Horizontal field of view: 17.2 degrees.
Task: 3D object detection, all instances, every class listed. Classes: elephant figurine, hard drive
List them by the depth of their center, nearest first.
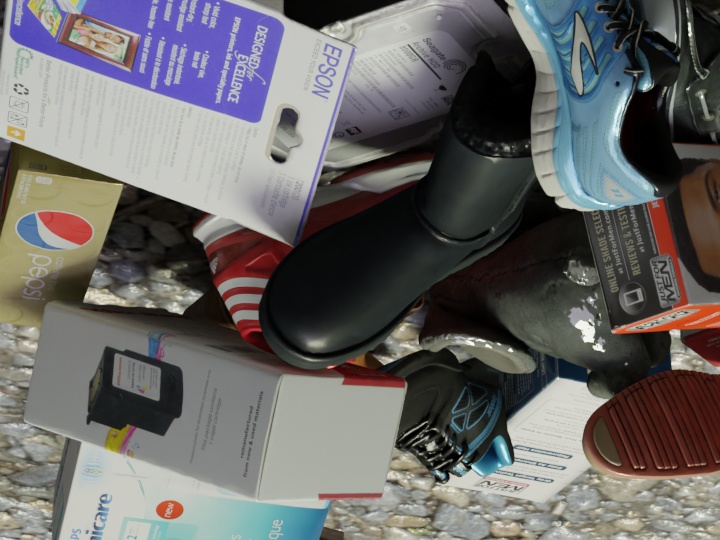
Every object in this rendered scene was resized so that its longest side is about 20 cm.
[{"bbox_3d":[0.011,-0.121,1.405,0.199,0.038,0.140,-16,147,25],"label":"hard drive"},{"bbox_3d":[0.097,0.017,1.571,0.198,0.142,0.156,3,125,29],"label":"elephant figurine"}]

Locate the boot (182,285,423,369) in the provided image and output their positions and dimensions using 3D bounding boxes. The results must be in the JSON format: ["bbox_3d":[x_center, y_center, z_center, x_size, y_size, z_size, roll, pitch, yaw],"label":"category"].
[{"bbox_3d":[-0.007,0.045,1.662,0.199,0.074,0.154,24,141,-37],"label":"boot"}]

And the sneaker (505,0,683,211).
[{"bbox_3d":[0.135,-0.128,1.266,0.090,0.078,0.202,9,120,45],"label":"sneaker"}]

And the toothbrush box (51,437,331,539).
[{"bbox_3d":[-0.126,0.157,1.809,0.198,0.086,0.147,9,131,-13],"label":"toothbrush box"}]

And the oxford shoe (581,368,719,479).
[{"bbox_3d":[0.218,0.103,1.543,0.199,0.071,0.074,-9,163,-30],"label":"oxford shoe"}]

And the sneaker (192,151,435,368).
[{"bbox_3d":[0.000,0.000,1.487,0.198,0.116,0.078,-14,169,-21],"label":"sneaker"}]

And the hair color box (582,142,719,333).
[{"bbox_3d":[0.217,-0.020,1.446,0.061,0.102,0.199,-20,169,38],"label":"hair color box"}]

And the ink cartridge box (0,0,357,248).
[{"bbox_3d":[-0.106,-0.113,1.353,0.199,0.044,0.199,21,145,0],"label":"ink cartridge box"}]

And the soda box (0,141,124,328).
[{"bbox_3d":[-0.199,-0.036,1.529,0.067,0.064,0.200,8,149,-13],"label":"soda box"}]

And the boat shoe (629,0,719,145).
[{"bbox_3d":[0.186,-0.125,1.378,0.070,0.073,0.200,-11,160,4],"label":"boat shoe"}]

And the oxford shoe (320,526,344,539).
[{"bbox_3d":[-0.099,0.194,1.946,0.200,0.073,0.071,37,158,-24],"label":"oxford shoe"}]

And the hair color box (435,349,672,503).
[{"bbox_3d":[0.140,0.103,1.774,0.099,0.061,0.200,12,148,-21],"label":"hair color box"}]

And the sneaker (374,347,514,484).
[{"bbox_3d":[0.054,0.102,1.646,0.073,0.083,0.199,-27,165,27],"label":"sneaker"}]

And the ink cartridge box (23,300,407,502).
[{"bbox_3d":[-0.094,0.084,1.538,0.199,0.084,0.145,14,-175,34],"label":"ink cartridge box"}]

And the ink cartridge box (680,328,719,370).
[{"bbox_3d":[0.326,0.032,1.623,0.144,0.084,0.200,-21,143,32],"label":"ink cartridge box"}]

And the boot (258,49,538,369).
[{"bbox_3d":[0.036,-0.041,1.364,0.199,0.077,0.168,-31,163,-27],"label":"boot"}]
